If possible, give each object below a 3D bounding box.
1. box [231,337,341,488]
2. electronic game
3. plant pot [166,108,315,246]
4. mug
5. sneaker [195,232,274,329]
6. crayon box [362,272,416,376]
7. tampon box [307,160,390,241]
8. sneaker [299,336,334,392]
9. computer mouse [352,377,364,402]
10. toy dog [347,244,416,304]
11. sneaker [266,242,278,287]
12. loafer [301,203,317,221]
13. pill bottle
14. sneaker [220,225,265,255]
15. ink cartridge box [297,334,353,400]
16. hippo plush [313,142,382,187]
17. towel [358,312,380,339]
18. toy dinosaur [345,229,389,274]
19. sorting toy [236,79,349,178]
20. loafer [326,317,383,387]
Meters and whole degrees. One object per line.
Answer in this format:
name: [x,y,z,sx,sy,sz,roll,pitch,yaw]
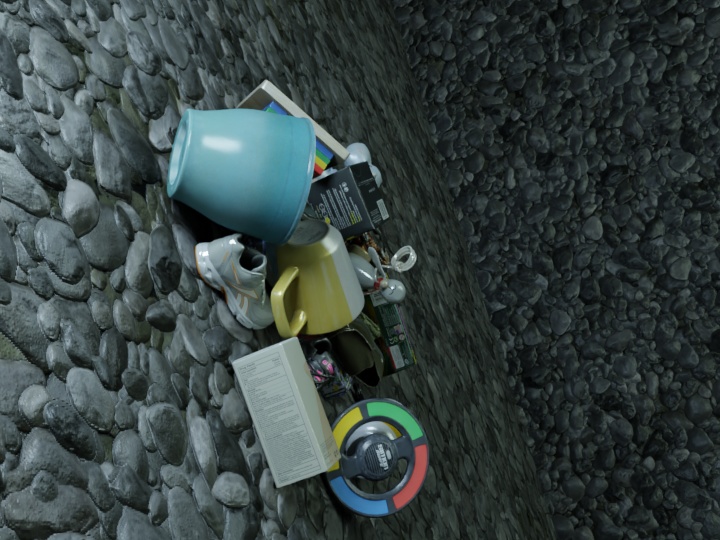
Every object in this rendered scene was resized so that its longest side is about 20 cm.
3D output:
box: [-0.112,0.215,1.279,0.078,0.094,0.203,-12,82,-73]
electronic game: [0.028,0.324,1.449,0.203,0.197,0.042,68,-18,0]
plant pot: [-0.189,-0.156,1.267,0.185,0.201,0.203,12,47,-23]
mug: [-0.075,0.011,1.393,0.188,0.146,0.155,-101,180,-57]
sneaker: [-0.174,0.019,1.319,0.201,0.091,0.077,53,22,-45]
crayon box: [0.044,0.124,1.806,0.173,0.057,0.203,134,-61,-73]
tampon box: [-0.066,-0.112,1.628,0.128,0.197,0.150,66,19,-5]
sneaker: [-0.087,0.175,1.417,0.077,0.083,0.201,58,20,-29]
computer mouse: [-0.027,0.197,1.685,0.059,0.033,0.204,-107,180,-87]
toy dog: [0.000,0.000,1.577,0.096,0.198,0.134,35,63,-37]
sneaker: [-0.151,-0.074,1.518,0.203,0.081,0.074,70,16,10]
loafer: [-0.149,-0.161,1.517,0.199,0.063,0.072,41,16,-7]
pill bottle: [0.032,0.320,1.580,0.106,0.103,0.200,67,16,-3]
sneaker: [-0.202,-0.101,1.413,0.078,0.074,0.203,2,70,-75]
ink cartridge box: [-0.076,0.128,1.566,0.202,0.050,0.109,65,18,-17]
hippo plush: [-0.038,-0.202,1.891,0.203,0.159,0.159,69,17,4]
towel: [-0.032,0.078,1.650,0.148,0.037,0.200,39,-2,16]
toy dinosaur: [-0.030,-0.063,1.756,0.200,0.136,0.102,49,19,28]
sorting toy: [-0.145,-0.239,1.558,0.199,0.070,0.198,39,-16,-17]
loafer: [-0.003,0.154,1.549,0.200,0.074,0.070,49,21,-47]
